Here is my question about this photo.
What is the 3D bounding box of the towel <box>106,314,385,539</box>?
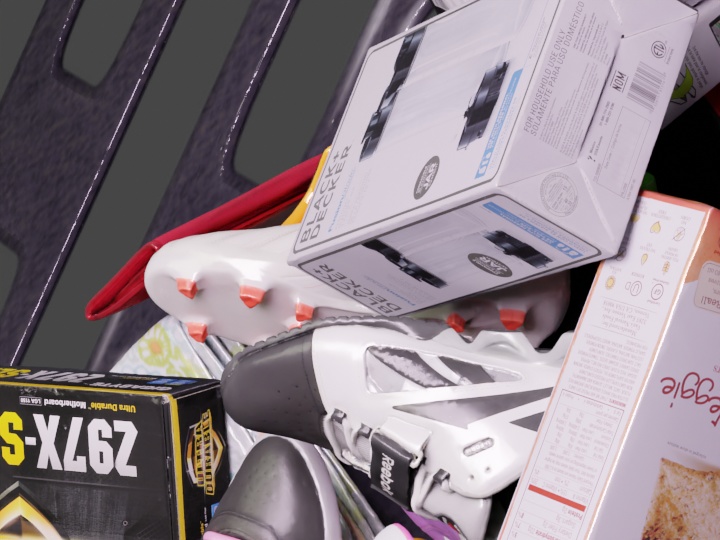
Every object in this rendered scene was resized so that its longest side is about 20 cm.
[{"bbox_3d":[-0.087,0.133,1.476,0.200,0.048,0.171,-45,72,32],"label":"towel"}]

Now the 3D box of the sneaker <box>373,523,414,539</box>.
[{"bbox_3d":[-0.033,0.183,1.213,0.081,0.088,0.200,56,144,32],"label":"sneaker"}]

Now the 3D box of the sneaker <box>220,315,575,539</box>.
[{"bbox_3d":[0.032,0.072,1.244,0.199,0.074,0.089,1,62,16],"label":"sneaker"}]

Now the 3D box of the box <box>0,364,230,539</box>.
[{"bbox_3d":[-0.153,0.130,1.464,0.200,0.049,0.160,3,99,35],"label":"box"}]

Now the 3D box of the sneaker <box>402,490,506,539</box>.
[{"bbox_3d":[0.070,0.109,1.322,0.073,0.114,0.200,-39,55,-9],"label":"sneaker"}]

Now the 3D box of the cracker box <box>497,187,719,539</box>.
[{"bbox_3d":[0.137,0.083,1.186,0.058,0.134,0.200,19,88,55],"label":"cracker box"}]

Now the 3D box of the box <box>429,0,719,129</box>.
[{"bbox_3d":[0.119,-0.137,1.379,0.110,0.035,0.200,-39,32,-11],"label":"box"}]

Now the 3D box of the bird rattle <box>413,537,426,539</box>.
[{"bbox_3d":[0.014,0.216,1.351,0.163,0.112,0.200,-99,30,-54],"label":"bird rattle"}]

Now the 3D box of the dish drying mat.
[{"bbox_3d":[-0.049,-0.027,1.475,0.018,0.200,0.077,55,137,6],"label":"dish drying mat"}]

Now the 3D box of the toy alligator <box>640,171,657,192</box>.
[{"bbox_3d":[0.092,-0.040,1.318,0.054,0.059,0.200,-24,32,-13],"label":"toy alligator"}]

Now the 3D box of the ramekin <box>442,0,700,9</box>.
[{"bbox_3d":[0.103,-0.189,1.331,0.200,0.105,0.200,-22,33,15],"label":"ramekin"}]

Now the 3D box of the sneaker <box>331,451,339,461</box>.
[{"bbox_3d":[-0.053,0.090,1.504,0.200,0.077,0.082,-55,42,20],"label":"sneaker"}]

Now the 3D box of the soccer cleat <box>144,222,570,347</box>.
[{"bbox_3d":[0.000,0.000,1.376,0.199,0.069,0.078,3,54,10],"label":"soccer cleat"}]

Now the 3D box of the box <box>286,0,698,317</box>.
[{"bbox_3d":[0.052,-0.053,1.247,0.200,0.060,0.117,-17,49,64],"label":"box"}]

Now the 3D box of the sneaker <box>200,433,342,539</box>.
[{"bbox_3d":[-0.072,0.167,1.333,0.071,0.099,0.201,17,91,34],"label":"sneaker"}]

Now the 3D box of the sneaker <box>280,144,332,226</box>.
[{"bbox_3d":[0.022,-0.045,1.439,0.200,0.077,0.078,-50,26,-14],"label":"sneaker"}]

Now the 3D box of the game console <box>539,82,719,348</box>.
[{"bbox_3d":[0.130,0.000,1.344,0.177,0.031,0.200,-59,33,23],"label":"game console"}]
